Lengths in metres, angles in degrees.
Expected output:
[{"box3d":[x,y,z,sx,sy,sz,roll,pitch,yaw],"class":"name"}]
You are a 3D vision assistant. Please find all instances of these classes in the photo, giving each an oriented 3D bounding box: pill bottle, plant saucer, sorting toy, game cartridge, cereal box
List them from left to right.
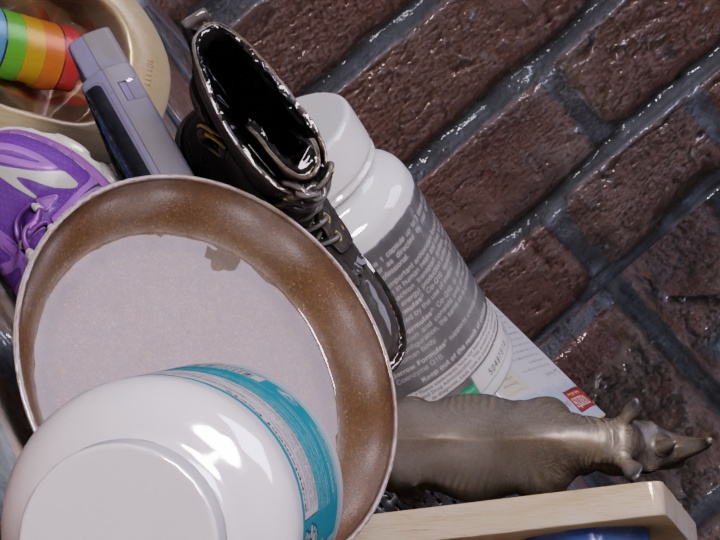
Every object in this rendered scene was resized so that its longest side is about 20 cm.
[{"box3d":[-0.071,0.093,0.826,0.111,0.111,0.200,50,5,5],"class":"pill bottle"},{"box3d":[-0.097,-0.024,1.160,0.200,0.038,0.130,59,-5,32],"class":"game cartridge"},{"box3d":[-0.074,0.052,1.002,0.200,0.032,0.200,17,57,-29],"class":"plant saucer"},{"box3d":[0.000,0.000,1.296,0.200,0.113,0.113,57,0,-29],"class":"pill bottle"},{"box3d":[0.072,0.053,1.511,0.200,0.040,0.144,46,19,14],"class":"cereal box"},{"box3d":[0.084,0.176,1.216,0.199,0.200,0.070,44,40,-71],"class":"sorting toy"}]

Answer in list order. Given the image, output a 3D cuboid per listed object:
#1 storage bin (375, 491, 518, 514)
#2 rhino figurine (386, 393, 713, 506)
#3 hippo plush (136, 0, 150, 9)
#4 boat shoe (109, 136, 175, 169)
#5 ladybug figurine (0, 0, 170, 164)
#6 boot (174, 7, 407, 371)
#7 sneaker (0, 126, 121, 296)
[{"box3d":[0.060,0.157,1.425,0.200,0.094,0.135,53,-11,-34],"class":"storage bin"},{"box3d":[0.094,0.098,1.176,0.087,0.200,0.060,35,56,-60],"class":"rhino figurine"},{"box3d":[-0.191,-0.154,1.387,0.159,0.161,0.200,52,5,34],"class":"hippo plush"},{"box3d":[-0.107,-0.049,1.395,0.200,0.072,0.076,49,-6,43],"class":"boat shoe"},{"box3d":[-0.206,-0.124,1.262,0.200,0.136,0.072,17,-17,-36],"class":"ladybug figurine"},{"box3d":[-0.037,-0.031,1.117,0.200,0.069,0.174,52,-12,2],"class":"boot"},{"box3d":[-0.144,0.003,1.104,0.200,0.081,0.083,51,11,19],"class":"sneaker"}]
